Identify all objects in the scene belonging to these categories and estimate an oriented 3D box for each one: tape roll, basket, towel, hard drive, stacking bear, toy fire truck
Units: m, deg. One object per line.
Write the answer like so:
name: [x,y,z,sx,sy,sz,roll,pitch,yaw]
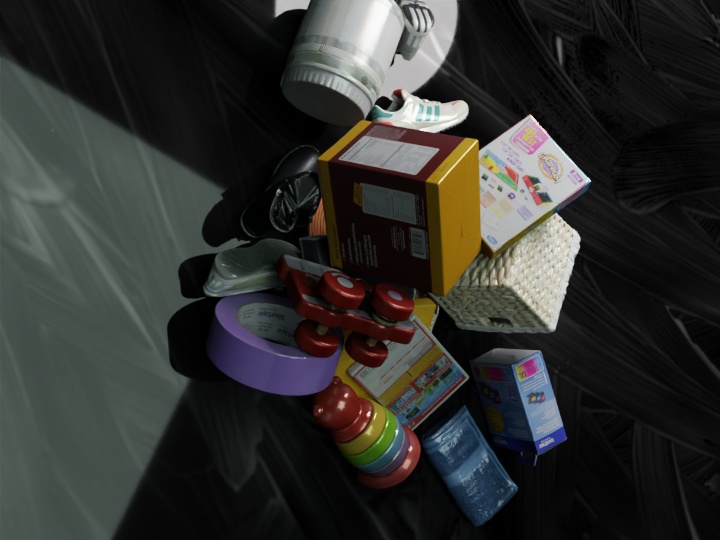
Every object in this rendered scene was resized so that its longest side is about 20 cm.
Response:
tape roll: [-0.128,0.107,1.356,0.200,0.200,0.066,6,114,-28]
basket: [0.238,-0.016,1.540,0.161,0.198,0.200,42,59,-40]
towel: [0.193,0.351,1.608,0.112,0.049,0.200,-38,105,-24]
hard drive: [0.000,0.000,1.477,0.200,0.042,0.135,0,73,-38]
stacking bear: [-0.003,0.252,1.448,0.200,0.114,0.122,46,68,-30]
toy fire truck: [-0.020,0.045,1.337,0.200,0.168,0.112,15,117,-26]

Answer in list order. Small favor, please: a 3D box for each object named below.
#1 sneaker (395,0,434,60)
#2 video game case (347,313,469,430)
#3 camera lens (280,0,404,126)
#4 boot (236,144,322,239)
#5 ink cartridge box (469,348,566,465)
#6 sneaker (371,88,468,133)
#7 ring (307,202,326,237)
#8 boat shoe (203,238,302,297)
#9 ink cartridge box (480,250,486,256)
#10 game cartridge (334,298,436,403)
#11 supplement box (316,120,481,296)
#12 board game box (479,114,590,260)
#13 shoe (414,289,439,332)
sneaker: [0.069,-0.442,1.575,0.075,0.116,0.200,7,48,-16]
video game case: [0.084,0.173,1.506,0.143,0.017,0.200,-43,129,-1]
camera lens: [-0.027,-0.357,1.463,0.160,0.160,0.200,26,75,-25]
boot: [-0.096,-0.129,1.408,0.076,0.168,0.200,47,67,-18]
ink cartridge box: [0.285,0.246,1.613,0.076,0.136,0.200,-22,97,-26]
sneaker: [0.104,-0.282,1.581,0.199,0.070,0.094,-26,105,-25]
ring: [-0.007,-0.073,1.529,0.200,0.019,0.201,0,89,-36]
boat shoe: [-0.159,0.001,1.416,0.202,0.065,0.074,-14,59,-51]
ink cartridge box: [0.159,-0.129,1.497,0.148,0.200,0.076,-54,138,-12]
game cartridge: [0.025,0.140,1.485,0.176,0.032,0.200,-1,116,-29]
supplement box: [0.062,-0.096,1.351,0.133,0.200,0.198,-47,142,-42]
board game box: [0.240,-0.134,1.440,0.200,0.040,0.153,-35,73,-9]
shoe: [0.101,0.053,1.571,0.070,0.053,0.201,8,83,-28]
